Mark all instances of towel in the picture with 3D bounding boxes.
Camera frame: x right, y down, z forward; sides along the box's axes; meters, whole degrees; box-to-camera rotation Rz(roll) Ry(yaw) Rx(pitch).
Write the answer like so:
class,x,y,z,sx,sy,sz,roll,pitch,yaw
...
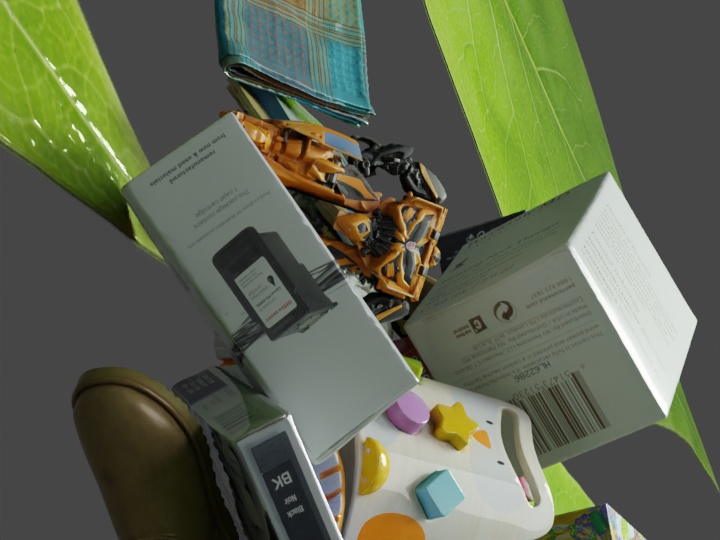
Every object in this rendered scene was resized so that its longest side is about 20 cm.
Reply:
class,x,y,z,sx,sy,sz,roll,pitch,yaw
towel,-0.056,-0.222,1.174,0.146,0.022,0.201,17,55,-35

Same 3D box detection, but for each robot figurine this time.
class,x,y,z,sx,sy,sz,roll,pitch,yaw
robot figurine,-0.023,-0.036,1.059,0.199,0.058,0.145,18,89,-25

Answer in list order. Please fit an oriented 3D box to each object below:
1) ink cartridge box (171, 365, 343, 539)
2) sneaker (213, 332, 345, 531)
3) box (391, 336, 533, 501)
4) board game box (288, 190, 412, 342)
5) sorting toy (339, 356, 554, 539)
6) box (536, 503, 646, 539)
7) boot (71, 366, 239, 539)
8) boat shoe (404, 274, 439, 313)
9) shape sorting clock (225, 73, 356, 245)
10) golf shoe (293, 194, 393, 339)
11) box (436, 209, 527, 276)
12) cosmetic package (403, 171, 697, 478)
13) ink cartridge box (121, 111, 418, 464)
class,x,y,z,sx,sy,sz,roll,pitch,yaw
ink cartridge box,-0.045,0.166,0.885,0.201,0.043,0.198,67,-15,-11
sneaker,-0.050,0.118,1.032,0.077,0.078,0.201,45,35,-75
box,0.079,0.146,1.335,0.200,0.095,0.100,48,30,-51
board game box,0.000,0.000,1.283,0.105,0.023,0.200,58,6,38
sorting toy,0.057,0.136,1.093,0.179,0.107,0.200,11,43,-24
box,0.154,0.303,1.264,0.193,0.199,0.122,44,34,-57
boot,-0.124,0.176,0.785,0.200,0.066,0.175,-77,146,-53
boat shoe,0.109,0.058,1.418,0.200,0.072,0.065,30,12,3
shape sorting clock,-0.043,-0.087,1.182,0.200,0.039,0.200,52,10,-13
golf shoe,-0.045,0.031,1.150,0.200,0.078,0.097,48,48,-42
box,0.184,0.064,1.671,0.197,0.117,0.201,38,39,-61
cosmetic package,0.169,0.047,1.253,0.167,0.167,0.200,58,27,-8
ink cartridge box,-0.060,0.012,0.915,0.200,0.083,0.145,55,-7,-4
